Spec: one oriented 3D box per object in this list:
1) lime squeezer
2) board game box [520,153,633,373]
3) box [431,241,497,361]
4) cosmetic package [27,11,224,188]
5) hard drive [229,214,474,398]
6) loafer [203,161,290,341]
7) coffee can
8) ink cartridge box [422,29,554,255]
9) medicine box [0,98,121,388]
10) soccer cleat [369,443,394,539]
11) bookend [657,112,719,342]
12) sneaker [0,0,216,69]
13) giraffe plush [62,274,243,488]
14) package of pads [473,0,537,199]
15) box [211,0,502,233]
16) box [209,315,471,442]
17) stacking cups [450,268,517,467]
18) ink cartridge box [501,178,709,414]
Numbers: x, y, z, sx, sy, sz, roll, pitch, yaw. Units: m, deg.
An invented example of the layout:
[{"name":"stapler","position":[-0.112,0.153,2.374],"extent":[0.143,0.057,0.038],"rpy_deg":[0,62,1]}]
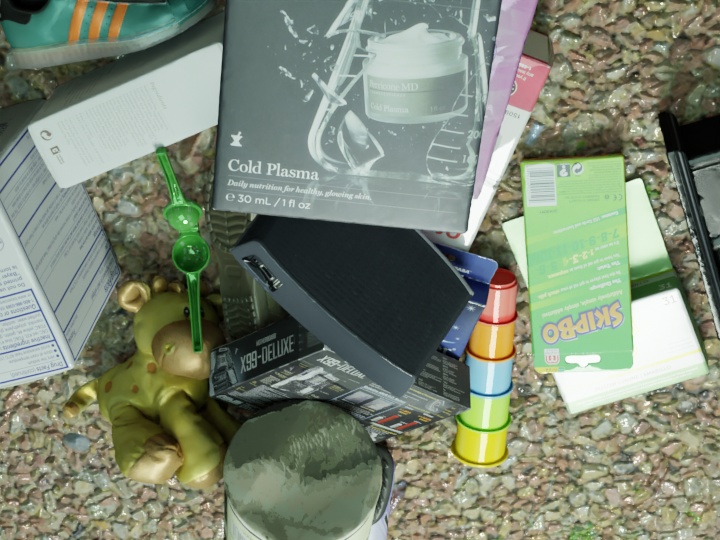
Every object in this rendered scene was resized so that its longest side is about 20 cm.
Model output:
[{"name":"lime squeezer","position":[-0.166,-0.029,1.381],"extent":[0.037,0.071,0.202],"rpy_deg":[2,116,18]},{"name":"board game box","position":[0.202,-0.005,1.389],"extent":[0.095,0.030,0.202],"rpy_deg":[-2,98,12]},{"name":"box","position":[0.047,0.042,1.416],"extent":[0.120,0.033,0.201],"rpy_deg":[17,142,-2]},{"name":"cosmetic package","position":[-0.188,-0.155,1.345],"extent":[0.199,0.102,0.074],"rpy_deg":[-19,115,17]},{"name":"hard drive","position":[0.000,0.000,1.297],"extent":[0.200,0.135,0.042],"rpy_deg":[41,158,-11]},{"name":"loafer","position":[-0.098,-0.026,1.421],"extent":[0.075,0.068,0.202],"rpy_deg":[12,110,42]},{"name":"coffee can","position":[-0.059,0.233,1.428],"extent":[0.145,0.147,0.201],"rpy_deg":[10,148,1]},{"name":"ink cartridge box","position":[0.068,-0.133,1.337],"extent":[0.145,0.083,0.201],"rpy_deg":[19,118,-5]},{"name":"medicine box","position":[-0.320,-0.025,1.380],"extent":[0.102,0.183,0.201],"rpy_deg":[-13,115,13]},{"name":"soccer cleat","position":[0.001,0.271,1.577],"extent":[0.068,0.073,0.202],"rpy_deg":[20,105,29]},{"name":"bookend","position":[0.388,-0.062,1.334],"extent":[0.198,0.092,0.200],"rpy_deg":[-15,115,13]},{"name":"sneaker","position":[-0.229,-0.236,1.322],"extent":[0.198,0.072,0.080],"rpy_deg":[-11,120,13]},{"name":"giraffe plush","position":[-0.179,0.095,1.465],"extent":[0.199,0.172,0.163],"rpy_deg":[32,111,28]},{"name":"package of pads","position":[0.068,-0.169,1.229],"extent":[0.120,0.076,0.201],"rpy_deg":[15,117,0]},{"name":"box","position":[-0.006,-0.148,1.129],"extent":[0.198,0.124,0.198],"rpy_deg":[5,115,-3]},{"name":"box","position":[-0.018,0.104,1.409],"extent":[0.199,0.050,0.157],"rpy_deg":[25,144,-38]},{"name":"stacking cups","position":[0.128,0.093,1.468],"extent":[0.060,0.061,0.202],"rpy_deg":[6,115,3]},{"name":"ink cartridge box","position":[0.233,0.028,1.425],"extent":[0.145,0.048,0.201],"rpy_deg":[-18,117,16]}]
